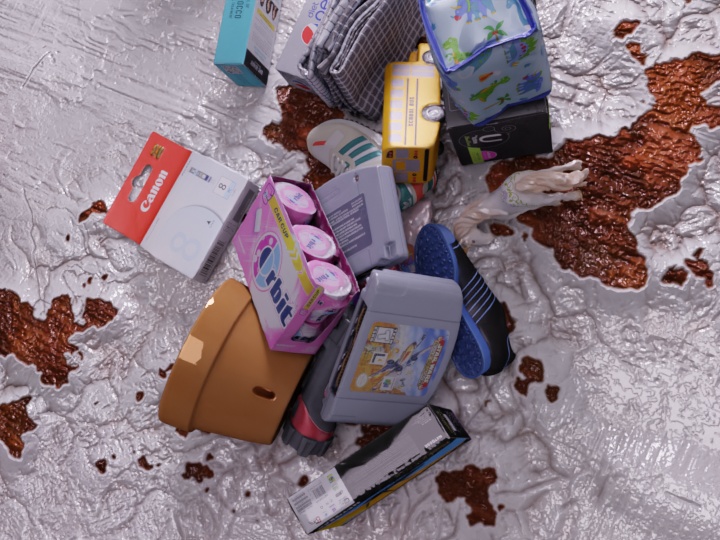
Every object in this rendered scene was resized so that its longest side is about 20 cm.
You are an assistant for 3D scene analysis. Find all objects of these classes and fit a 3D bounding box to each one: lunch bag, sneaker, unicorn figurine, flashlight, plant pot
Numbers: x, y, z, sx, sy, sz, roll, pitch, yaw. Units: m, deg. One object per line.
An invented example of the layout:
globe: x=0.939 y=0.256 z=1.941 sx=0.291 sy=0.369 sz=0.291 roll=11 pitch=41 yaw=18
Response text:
lunch bag: x=0.123 y=-0.285 z=0.938 sx=0.127 sy=0.170 sz=0.201 roll=-24 pitch=72 yaw=11
sneaker: x=-0.003 y=-0.133 z=1.132 sx=0.199 sy=0.070 sz=0.093 roll=25 pitch=53 yaw=24
unicorn figurine: x=0.191 y=-0.083 z=1.068 sx=0.137 sy=0.200 sz=0.074 roll=-16 pitch=68 yaw=-15
flashlight: x=-0.033 y=0.139 z=1.078 sx=0.068 sy=0.068 sz=0.200 roll=37 pitch=114 yaw=21
sneaker: x=0.131 y=0.035 z=1.080 sx=0.070 sy=0.078 sz=0.201 roll=-28 pitch=75 yaw=44
plant pot: x=-0.145 y=0.128 z=1.096 sx=0.140 sy=0.200 sz=0.201 roll=25 pitch=87 yaw=2

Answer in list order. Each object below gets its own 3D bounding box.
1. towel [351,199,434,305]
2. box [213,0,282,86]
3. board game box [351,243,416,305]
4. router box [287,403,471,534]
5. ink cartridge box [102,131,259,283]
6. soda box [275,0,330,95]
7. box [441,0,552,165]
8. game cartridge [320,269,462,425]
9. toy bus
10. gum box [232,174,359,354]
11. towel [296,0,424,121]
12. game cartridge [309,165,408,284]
towel: x=0.000 y=0.000 z=1.150 sx=0.190 sy=0.032 sz=0.201 roll=3 pitch=81 yaw=16
box: x=-0.154 y=-0.372 z=1.241 sx=0.049 sy=0.082 sz=0.201 roll=7 pitch=81 yaw=19
board game box: x=0.020 y=0.058 z=1.097 sx=0.158 sy=0.039 sz=0.201 roll=-25 pitch=75 yaw=11
router box: x=0.028 y=0.235 z=1.034 sx=0.200 sy=0.149 sz=0.051 roll=-35 pitch=71 yaw=8
ink cartridge box: x=-0.266 y=-0.097 z=1.238 sx=0.200 sy=0.047 sz=0.160 roll=29 pitch=89 yaw=17
soda box: x=-0.042 y=-0.349 z=1.213 sx=0.068 sy=0.063 sz=0.201 roll=22 pitch=87 yaw=18
box: x=0.167 y=-0.254 z=1.088 sx=0.124 sy=0.149 sz=0.201 roll=-8 pitch=78 yaw=13
game cartridge: x=0.042 y=0.097 z=1.026 sx=0.133 sy=0.042 sz=0.201 roll=10 pitch=114 yaw=-22
toy bus: x=0.068 y=-0.204 z=1.106 sx=0.078 sy=0.065 sz=0.201 roll=1 pitch=52 yaw=3
gum box: x=-0.081 y=-0.004 z=1.052 sx=0.114 sy=0.066 sz=0.200 roll=-55 pitch=43 yaw=32
towel: x=0.012 y=-0.307 z=1.137 sx=0.085 sy=0.166 sz=0.201 roll=28 pitch=88 yaw=16
game cartridge: x=-0.022 y=-0.046 z=1.077 sx=0.200 sy=0.041 sz=0.134 roll=-27 pitch=70 yaw=45
